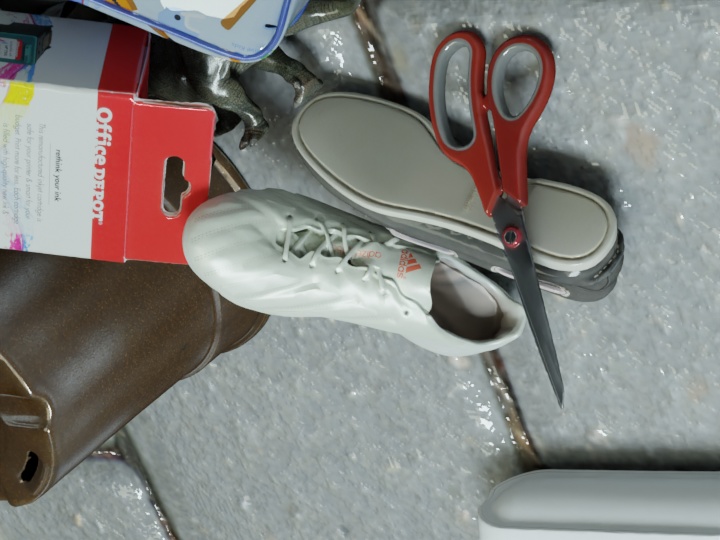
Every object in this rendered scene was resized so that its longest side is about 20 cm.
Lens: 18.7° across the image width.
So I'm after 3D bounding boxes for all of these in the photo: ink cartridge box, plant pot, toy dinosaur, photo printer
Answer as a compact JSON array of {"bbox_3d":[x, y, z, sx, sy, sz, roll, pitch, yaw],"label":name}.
[{"bbox_3d":[-0.178,-0.074,1.188,0.199,0.067,0.117,7,131,-3],"label":"ink cartridge box"},{"bbox_3d":[-0.184,0.024,1.309,0.200,0.198,0.201,21,135,22],"label":"plant pot"},{"bbox_3d":[-0.086,-0.118,1.208,0.200,0.077,0.102,-17,119,48],"label":"toy dinosaur"},{"bbox_3d":[0.166,0.193,1.272,0.199,0.069,0.167,-2,122,39],"label":"photo printer"}]

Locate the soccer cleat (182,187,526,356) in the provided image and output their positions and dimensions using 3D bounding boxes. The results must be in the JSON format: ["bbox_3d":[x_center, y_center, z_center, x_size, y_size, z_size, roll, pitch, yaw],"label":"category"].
[{"bbox_3d":[0.000,0.000,1.189,0.199,0.070,0.077,18,168,-28],"label":"soccer cleat"}]

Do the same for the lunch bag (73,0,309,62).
[{"bbox_3d":[-0.108,-0.200,1.113,0.199,0.076,0.161,23,121,2],"label":"lunch bag"}]

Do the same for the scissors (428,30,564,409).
[{"bbox_3d":[0.071,-0.027,1.125,0.073,0.014,0.201,-6,83,29],"label":"scissors"}]

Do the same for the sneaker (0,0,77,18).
[{"bbox_3d":[-0.194,-0.155,1.259,0.200,0.074,0.089,8,128,51],"label":"sneaker"}]

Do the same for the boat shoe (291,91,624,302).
[{"bbox_3d":[0.050,-0.034,1.178,0.199,0.067,0.057,24,156,24],"label":"boat shoe"}]
